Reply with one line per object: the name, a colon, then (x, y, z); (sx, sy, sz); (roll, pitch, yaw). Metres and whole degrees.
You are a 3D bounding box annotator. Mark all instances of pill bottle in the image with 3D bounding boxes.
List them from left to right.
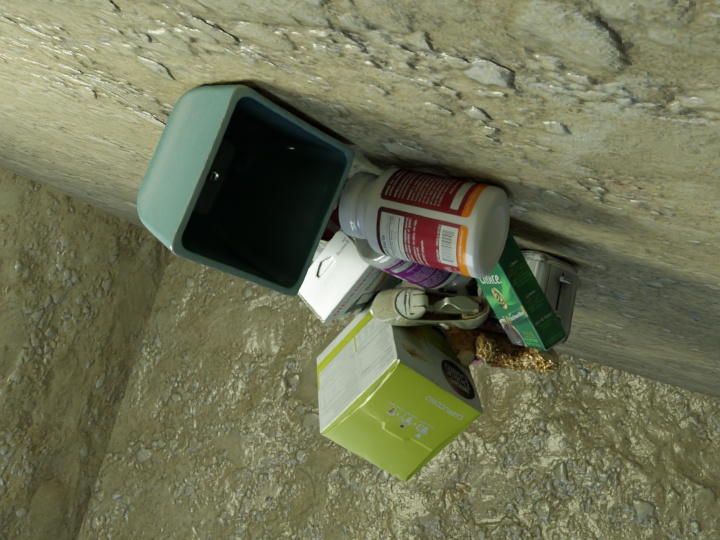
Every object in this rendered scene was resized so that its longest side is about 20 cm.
pill bottle: (0.094, -0.034, 1.231); (0.199, 0.114, 0.112); (23, 172, -41)
pill bottle: (0.077, -0.066, 0.975); (0.198, 0.114, 0.113); (15, 174, 28)

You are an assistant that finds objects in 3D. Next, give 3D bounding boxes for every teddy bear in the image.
teddy bear: (0.235, 0.139, 1.285); (0.197, 0.068, 0.145); (11, -174, 7)

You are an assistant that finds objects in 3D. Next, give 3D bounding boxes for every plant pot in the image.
plant pot: (-0.166, -0.111, 0.963); (0.195, 0.199, 0.199); (23, -179, -45)

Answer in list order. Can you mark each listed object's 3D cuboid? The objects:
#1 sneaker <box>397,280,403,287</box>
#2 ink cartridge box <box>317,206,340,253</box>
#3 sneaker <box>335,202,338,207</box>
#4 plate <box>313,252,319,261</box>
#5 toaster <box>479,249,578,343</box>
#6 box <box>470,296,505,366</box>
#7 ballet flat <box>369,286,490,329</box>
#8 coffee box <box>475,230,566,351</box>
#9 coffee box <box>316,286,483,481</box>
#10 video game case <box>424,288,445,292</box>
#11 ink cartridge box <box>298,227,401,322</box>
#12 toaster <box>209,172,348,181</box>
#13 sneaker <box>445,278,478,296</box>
sneaker: (0.043, -0.019, 1.548); (0.077, 0.142, 0.201); (-5, 150, -4)
ink cartridge box: (-0.083, -0.086, 1.418); (0.173, 0.085, 0.200); (17, 175, 17)
sneaker: (-0.120, -0.092, 1.282); (0.199, 0.080, 0.079); (-19, 150, 42)
plate: (-0.092, -0.067, 1.608); (0.197, 0.033, 0.200); (16, -161, 18)
toaster: (0.275, 0.041, 1.300); (0.112, 0.131, 0.199); (21, 173, -24)
box: (0.278, 0.097, 1.446); (0.197, 0.096, 0.103); (-14, 153, -2)
ballet flat: (0.114, 0.054, 1.252); (0.197, 0.068, 0.062); (3, 157, -13)
coffee box: (0.212, 0.018, 1.132); (0.202, 0.044, 0.123); (60, 169, -7)
coffee box: (0.061, 0.197, 1.340); (0.199, 0.200, 0.199); (34, -156, -24)
video game case: (0.115, 0.003, 1.501); (0.183, 0.023, 0.200); (52, -173, 19)
ink cartridge box: (0.000, 0.000, 1.339); (0.088, 0.146, 0.199); (47, -157, 19)
toaster: (-0.150, -0.091, 1.143); (0.179, 0.202, 0.119); (23, 175, 27)
sneaker: (0.205, 0.017, 1.476); (0.077, 0.089, 0.200); (37, 180, 25)
